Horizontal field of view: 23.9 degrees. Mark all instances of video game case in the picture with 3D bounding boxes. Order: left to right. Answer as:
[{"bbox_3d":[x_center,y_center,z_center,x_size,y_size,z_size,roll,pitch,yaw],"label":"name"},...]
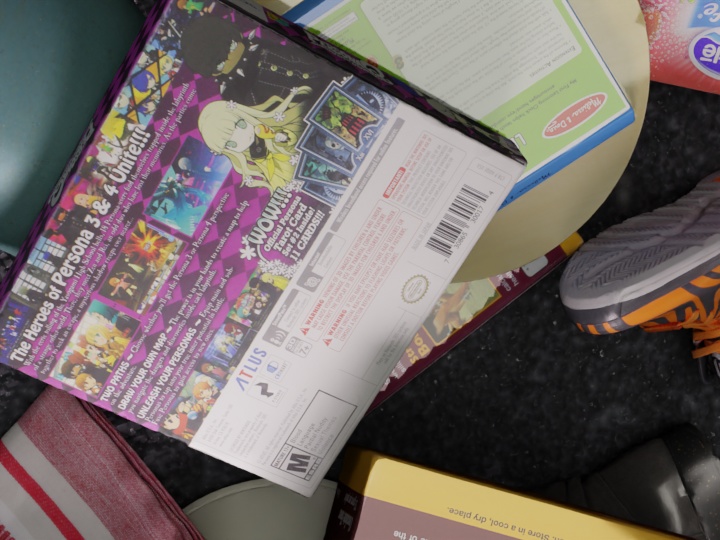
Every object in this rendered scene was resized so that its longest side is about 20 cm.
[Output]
[{"bbox_3d":[-0.051,-0.011,0.779,0.181,0.036,0.200,25,109,-19],"label":"video game case"}]

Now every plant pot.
[{"bbox_3d":[-0.198,-0.106,0.807,0.188,0.200,0.201,32,93,-23],"label":"plant pot"}]

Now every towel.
[{"bbox_3d":[-0.183,0.170,0.883,0.200,0.023,0.144,-46,63,1],"label":"towel"}]

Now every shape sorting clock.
[{"bbox_3d":[0.040,-0.092,0.818,0.199,0.039,0.201,0,100,-2],"label":"shape sorting clock"}]

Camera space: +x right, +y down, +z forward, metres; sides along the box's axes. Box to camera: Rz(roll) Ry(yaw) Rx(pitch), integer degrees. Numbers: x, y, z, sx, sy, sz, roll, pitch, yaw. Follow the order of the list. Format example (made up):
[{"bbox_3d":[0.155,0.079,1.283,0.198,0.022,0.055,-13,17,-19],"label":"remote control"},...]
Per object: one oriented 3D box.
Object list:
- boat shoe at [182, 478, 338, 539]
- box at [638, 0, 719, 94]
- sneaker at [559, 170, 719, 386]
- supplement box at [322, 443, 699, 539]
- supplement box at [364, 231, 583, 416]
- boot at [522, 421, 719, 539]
[{"bbox_3d":[-0.088,0.176,0.923,0.199,0.073,0.062,-26,142,-10],"label":"boat shoe"},{"bbox_3d":[0.191,-0.151,0.872,0.199,0.095,0.103,11,120,-8],"label":"box"},{"bbox_3d":[0.181,0.021,0.878,0.200,0.077,0.113,-24,109,-41],"label":"sneaker"},{"bbox_3d":[0.065,0.208,0.831,0.196,0.133,0.201,16,85,-5],"label":"supplement box"},{"bbox_3d":[0.000,0.000,0.887,0.200,0.086,0.111,-37,99,-1],"label":"supplement box"},{"bbox_3d":[0.163,0.195,0.946,0.131,0.070,0.201,-24,88,0],"label":"boot"}]
